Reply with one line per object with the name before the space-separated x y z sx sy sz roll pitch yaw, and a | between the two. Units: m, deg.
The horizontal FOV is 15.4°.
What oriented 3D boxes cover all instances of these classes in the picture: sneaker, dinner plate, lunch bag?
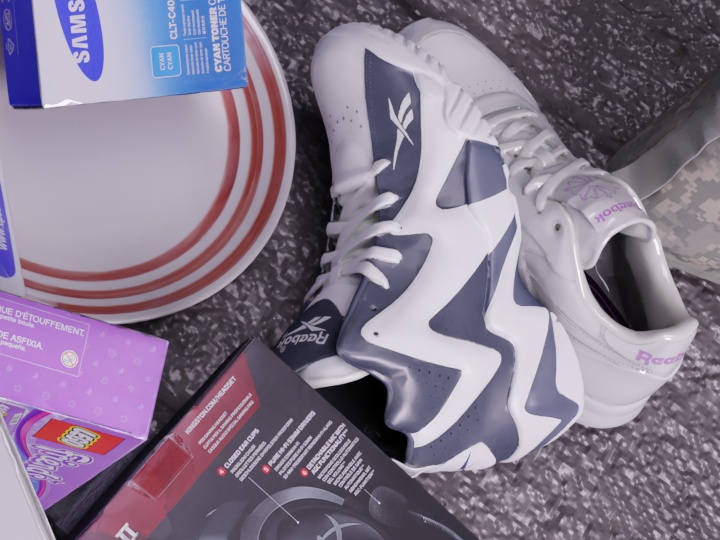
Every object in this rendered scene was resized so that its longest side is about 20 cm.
sneaker | 0.084 -0.034 1.165 0.075 0.100 0.200 -26 79 -30
dinner plate | -0.123 -0.067 1.131 0.200 0.024 0.201 9 65 -20
lunch bag | 0.221 -0.065 1.190 0.200 0.164 0.118 -11 72 -36
sneaker | 0.000 0.000 1.117 0.129 0.079 0.200 -23 94 -36

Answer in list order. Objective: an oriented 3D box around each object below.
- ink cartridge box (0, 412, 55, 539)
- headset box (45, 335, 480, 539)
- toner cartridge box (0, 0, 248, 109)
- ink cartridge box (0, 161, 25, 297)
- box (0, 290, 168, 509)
ink cartridge box | -0.185 0.158 0.897 0.146 0.200 0.146 -16 75 -30
headset box | -0.037 0.137 1.046 0.200 0.077 0.149 41 57 -1
toner cartridge box | -0.104 -0.170 1.100 0.095 0.043 0.201 -8 97 -26
ink cartridge box | -0.222 -0.080 0.966 0.200 0.043 0.198 27 31 -35
box | -0.164 0.046 0.957 0.137 0.200 0.039 18 69 -17
